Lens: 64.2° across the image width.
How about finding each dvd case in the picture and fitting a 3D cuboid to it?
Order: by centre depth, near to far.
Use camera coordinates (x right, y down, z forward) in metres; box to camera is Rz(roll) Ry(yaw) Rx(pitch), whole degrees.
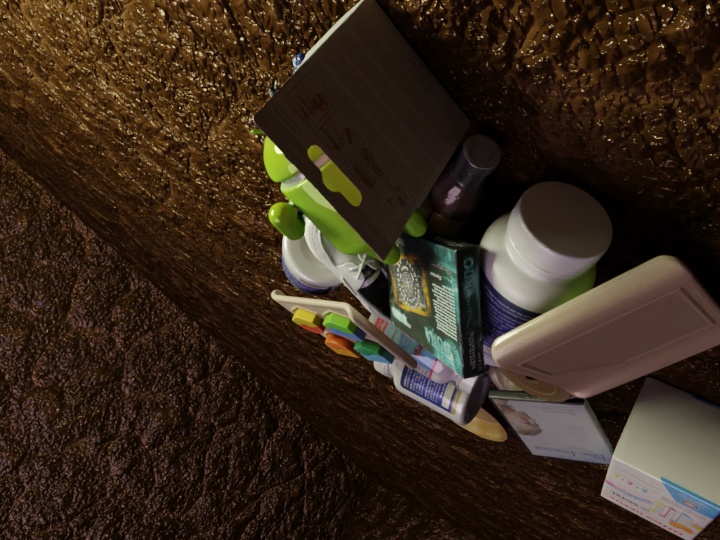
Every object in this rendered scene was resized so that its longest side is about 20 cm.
[{"bbox_3d":[0.297,0.242,0.879,0.142,0.018,0.200,-6,138,37],"label":"dvd case"}]

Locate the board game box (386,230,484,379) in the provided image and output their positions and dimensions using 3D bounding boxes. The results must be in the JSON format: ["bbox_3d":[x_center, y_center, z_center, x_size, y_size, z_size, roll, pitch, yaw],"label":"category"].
[{"bbox_3d":[0.077,0.023,0.655,0.200,0.028,0.137,-147,48,-67],"label":"board game box"}]

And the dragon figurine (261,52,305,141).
[{"bbox_3d":[-0.074,-0.160,0.668,0.100,0.058,0.201,-128,43,-54],"label":"dragon figurine"}]

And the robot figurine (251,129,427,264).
[{"bbox_3d":[-0.017,-0.098,0.599,0.200,0.176,0.116,46,176,-24],"label":"robot figurine"}]

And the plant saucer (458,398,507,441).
[{"bbox_3d":[0.230,0.292,1.230,0.199,0.036,0.201,30,157,14],"label":"plant saucer"}]

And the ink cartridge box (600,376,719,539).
[{"bbox_3d":[0.416,0.262,0.776,0.128,0.126,0.201,23,153,30],"label":"ink cartridge box"}]

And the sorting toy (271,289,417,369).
[{"bbox_3d":[-0.029,0.098,0.907,0.199,0.037,0.185,9,155,46],"label":"sorting toy"}]

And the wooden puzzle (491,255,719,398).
[{"bbox_3d":[0.250,0.063,0.569,0.184,0.037,0.199,-34,139,29],"label":"wooden puzzle"}]

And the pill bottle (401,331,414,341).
[{"bbox_3d":[0.113,0.044,0.817,0.109,0.110,0.200,37,158,-2],"label":"pill bottle"}]

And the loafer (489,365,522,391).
[{"bbox_3d":[0.293,0.212,0.927,0.200,0.076,0.068,41,163,-9],"label":"loafer"}]

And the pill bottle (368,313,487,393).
[{"bbox_3d":[0.115,0.118,0.960,0.199,0.109,0.109,29,157,18],"label":"pill bottle"}]

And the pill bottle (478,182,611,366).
[{"bbox_3d":[0.174,0.008,0.607,0.119,0.120,0.201,32,148,11],"label":"pill bottle"}]

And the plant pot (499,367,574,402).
[{"bbox_3d":[0.248,0.108,0.768,0.200,0.093,0.201,31,156,15],"label":"plant pot"}]

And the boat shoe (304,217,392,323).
[{"bbox_3d":[0.000,0.000,0.754,0.068,0.072,0.201,35,160,55],"label":"boat shoe"}]

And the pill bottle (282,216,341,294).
[{"bbox_3d":[-0.063,-0.025,0.896,0.119,0.120,0.200,37,168,-2],"label":"pill bottle"}]

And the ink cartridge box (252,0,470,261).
[{"bbox_3d":[0.004,-0.128,0.519,0.161,0.201,0.050,45,148,-20],"label":"ink cartridge box"}]

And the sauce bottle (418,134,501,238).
[{"bbox_3d":[0.103,-0.080,0.647,0.065,0.065,0.200,35,159,3],"label":"sauce bottle"}]

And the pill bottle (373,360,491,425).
[{"bbox_3d":[0.130,0.187,1.061,0.199,0.120,0.120,23,155,29],"label":"pill bottle"}]
